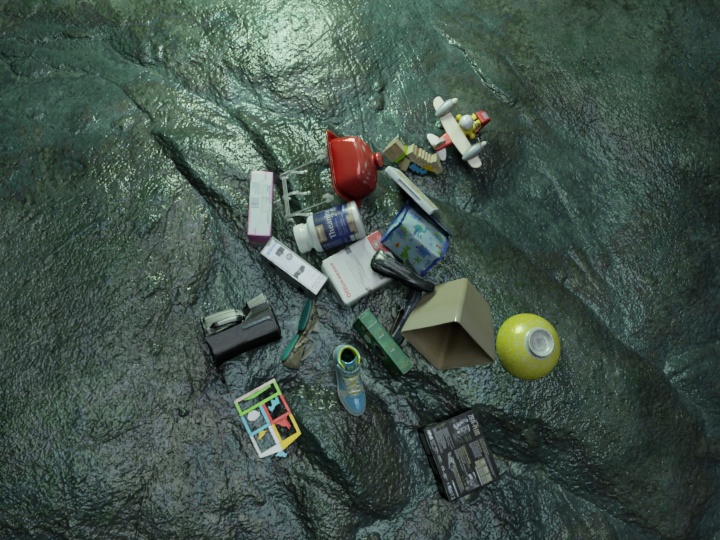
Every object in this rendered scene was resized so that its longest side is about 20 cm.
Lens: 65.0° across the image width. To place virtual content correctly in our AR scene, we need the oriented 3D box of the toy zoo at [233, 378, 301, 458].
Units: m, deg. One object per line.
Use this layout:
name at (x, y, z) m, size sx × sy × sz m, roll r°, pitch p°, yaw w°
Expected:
toy zoo at (-0.250, 0.420, 1.557) m, size 0.129 × 0.020 × 0.203 m, roll -27°, pitch 82°, yaw -14°

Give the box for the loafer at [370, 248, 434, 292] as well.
loafer at (0.125, 0.001, 1.601) m, size 0.197 × 0.068 × 0.072 m, roll 25°, pitch 81°, yaw 2°

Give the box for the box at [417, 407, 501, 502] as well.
box at (0.272, 0.510, 1.577) m, size 0.161 × 0.086 × 0.204 m, roll -19°, pitch 80°, yaw -12°

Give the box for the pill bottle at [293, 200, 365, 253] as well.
pill bottle at (-0.092, -0.121, 1.651) m, size 0.196 × 0.111 × 0.113 m, roll -18°, pitch 79°, yaw 5°

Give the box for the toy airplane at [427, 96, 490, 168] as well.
toy airplane at (0.309, -0.440, 1.783) m, size 0.196 × 0.141 × 0.203 m, roll 16°, pitch 75°, yaw -4°

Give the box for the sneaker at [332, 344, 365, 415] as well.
sneaker at (-0.028, 0.301, 1.561) m, size 0.078 × 0.131 × 0.204 m, roll -16°, pitch 80°, yaw -13°

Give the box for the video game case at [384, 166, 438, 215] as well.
video game case at (0.158, -0.238, 1.691) m, size 0.182 × 0.200 × 0.023 m, roll 45°, pitch 103°, yaw 4°

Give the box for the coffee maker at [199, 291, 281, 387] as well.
coffee maker at (-0.320, 0.184, 1.562) m, size 0.196 × 0.135 × 0.196 m, roll -20°, pitch 103°, yaw -11°

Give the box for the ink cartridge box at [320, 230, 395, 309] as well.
ink cartridge box at (0.000, 0.000, 1.662) m, size 0.197 × 0.083 × 0.149 m, roll -29°, pitch 81°, yaw -14°

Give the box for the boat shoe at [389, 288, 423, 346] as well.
boat shoe at (0.131, 0.120, 1.660) m, size 0.061 × 0.075 × 0.204 m, roll 22°, pitch 83°, yaw -14°

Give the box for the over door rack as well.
over door rack at (-0.153, -0.242, 1.662) m, size 0.066 × 0.198 × 0.151 m, roll 6°, pitch 69°, yaw -49°

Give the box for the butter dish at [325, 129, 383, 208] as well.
butter dish at (-0.002, -0.309, 1.662) m, size 0.145 × 0.199 × 0.205 m, roll -13°, pitch 76°, yaw 22°

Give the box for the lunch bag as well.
lunch bag at (0.176, -0.113, 1.680) m, size 0.170 × 0.127 × 0.201 m, roll 41°, pitch 38°, yaw -8°

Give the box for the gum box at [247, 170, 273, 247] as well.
gum box at (-0.290, -0.182, 1.648) m, size 0.065 × 0.114 × 0.205 m, roll 3°, pitch 76°, yaw -8°

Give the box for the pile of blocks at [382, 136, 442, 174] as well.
pile of blocks at (0.168, -0.359, 1.790) m, size 0.196 × 0.083 × 0.063 m, roll 22°, pitch 44°, yaw -7°

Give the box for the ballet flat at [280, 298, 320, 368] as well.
ballet flat at (-0.157, 0.185, 1.612) m, size 0.074 × 0.068 × 0.203 m, roll 28°, pitch 79°, yaw -23°

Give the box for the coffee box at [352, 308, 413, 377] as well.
coffee box at (0.061, 0.210, 1.602) m, size 0.044 × 0.123 × 0.201 m, roll -37°, pitch 83°, yaw -18°

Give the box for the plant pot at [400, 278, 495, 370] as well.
plant pot at (0.263, 0.141, 1.591) m, size 0.200 × 0.198 × 0.179 m, roll 44°, pitch 50°, yaw -29°

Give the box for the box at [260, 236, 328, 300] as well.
box at (-0.190, 0.000, 1.618) m, size 0.198 × 0.117 × 0.061 m, roll 36°, pitch 74°, yaw 1°

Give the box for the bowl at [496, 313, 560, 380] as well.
bowl at (0.514, 0.219, 1.672) m, size 0.195 × 0.108 × 0.205 m, roll 2°, pitch 76°, yaw -8°
